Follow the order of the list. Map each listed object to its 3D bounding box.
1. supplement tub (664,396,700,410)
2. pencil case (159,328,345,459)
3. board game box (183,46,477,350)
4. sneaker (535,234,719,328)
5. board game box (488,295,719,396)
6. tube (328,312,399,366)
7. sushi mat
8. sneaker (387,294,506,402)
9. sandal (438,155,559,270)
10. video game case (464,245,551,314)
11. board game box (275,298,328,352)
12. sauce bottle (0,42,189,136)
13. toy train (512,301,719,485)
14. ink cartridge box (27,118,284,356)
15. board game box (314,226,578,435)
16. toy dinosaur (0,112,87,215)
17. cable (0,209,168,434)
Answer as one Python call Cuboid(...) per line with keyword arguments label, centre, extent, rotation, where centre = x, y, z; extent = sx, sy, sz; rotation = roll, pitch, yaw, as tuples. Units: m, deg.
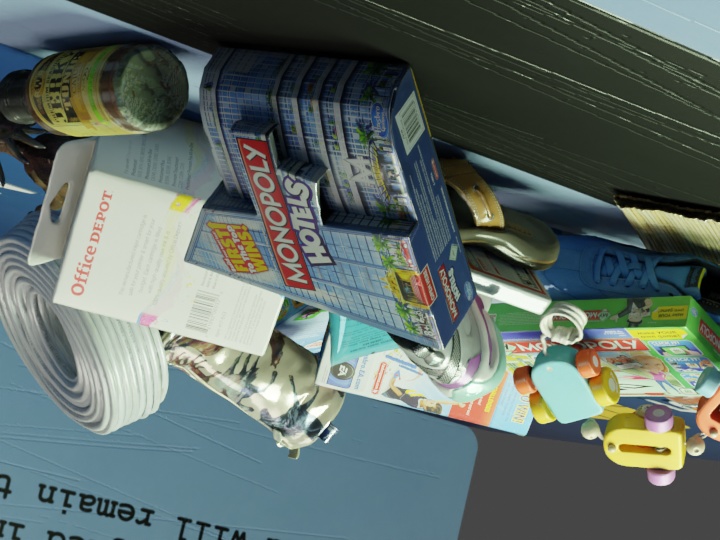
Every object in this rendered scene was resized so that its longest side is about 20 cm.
Cuboid(label="supplement tub", centre=(0.353, 0.090, 1.983), extent=(0.107, 0.107, 0.200), rotation=(7, 171, 41))
Cuboid(label="pencil case", centre=(-0.105, 0.085, 1.878), extent=(0.200, 0.090, 0.078), rotation=(35, 159, -26))
Cuboid(label="board game box", centre=(-0.041, -0.050, 1.428), extent=(0.199, 0.062, 0.200), rotation=(8, 135, 30))
Cuboid(label="sneaker", centre=(0.225, 0.005, 1.679), extent=(0.200, 0.066, 0.078), rotation=(15, 158, -3))
Cuboid(label="board game box", centre=(0.200, 0.063, 1.708), extent=(0.200, 0.029, 0.135), rotation=(-3, 154, 35))
Cuboid(label="tube", centre=(0.000, 0.000, 1.738), extent=(0.077, 0.050, 0.200), rotation=(-11, 132, -1))
Cuboid(label="sushi mat", centre=(0.257, -0.025, 1.653), extent=(0.095, 0.012, 0.200), rotation=(10, 172, 17))
Cuboid(label="sneaker", centre=(0.042, -0.006, 1.630), extent=(0.078, 0.200, 0.140), rotation=(-33, 141, 17))
Cuboid(label="sandal", centre=(0.083, -0.051, 1.580), extent=(0.200, 0.055, 0.082), rotation=(18, -152, -37))
Cuboid(label="video game case", centre=(0.042, -0.040, 1.598), extent=(0.200, 0.017, 0.143), rotation=(19, -152, -35))
Cuboid(label="board game box", centre=(-0.032, 0.031, 1.974), extent=(0.151, 0.037, 0.200), rotation=(-7, 159, -48))
Cuboid(label="sauce bottle", centre=(-0.198, -0.126, 1.512), extent=(0.065, 0.065, 0.200), rotation=(19, 169, -35))
Cuboid(label="toy train", centre=(0.223, 0.086, 1.652), extent=(0.200, 0.056, 0.150), rotation=(25, 130, -1))
Cuboid(label="ink cartridge box", centre=(-0.152, -0.039, 1.674), extent=(0.200, 0.129, 0.125), rotation=(16, -150, -10))
Cuboid(label="board game box", centre=(0.077, 0.036, 1.825), extent=(0.195, 0.056, 0.200), rotation=(14, 132, -4))
Cuboid(label="toy dinosaur", centre=(-0.250, -0.089, 1.814), extent=(0.200, 0.086, 0.136), rotation=(7, 166, 19))
Cuboid(label="cable", centre=(-0.241, 0.043, 1.807), extent=(0.069, 0.200, 0.200), rotation=(-28, 173, -25))
